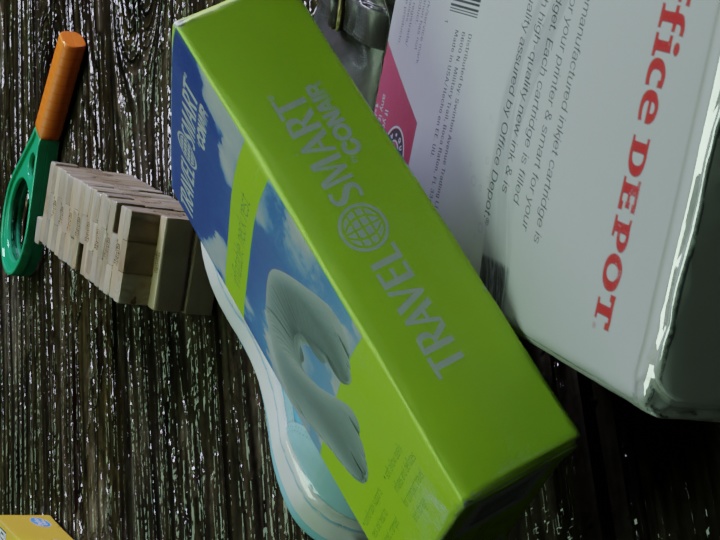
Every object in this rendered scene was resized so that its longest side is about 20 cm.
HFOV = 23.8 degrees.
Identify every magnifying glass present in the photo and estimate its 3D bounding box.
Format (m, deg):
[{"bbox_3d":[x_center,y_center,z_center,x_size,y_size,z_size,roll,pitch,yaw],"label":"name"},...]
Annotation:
[{"bbox_3d":[-0.237,-0.084,1.269,0.080,0.022,0.200,-118,40,-50],"label":"magnifying glass"}]

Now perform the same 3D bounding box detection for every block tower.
[{"bbox_3d":[-0.143,-0.023,1.022,0.200,0.054,0.058,23,104,63],"label":"block tower"}]

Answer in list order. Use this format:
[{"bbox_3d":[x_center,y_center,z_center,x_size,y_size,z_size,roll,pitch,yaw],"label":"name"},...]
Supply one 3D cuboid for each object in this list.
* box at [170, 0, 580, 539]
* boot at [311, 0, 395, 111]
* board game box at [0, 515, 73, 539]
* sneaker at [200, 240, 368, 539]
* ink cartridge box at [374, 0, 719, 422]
[{"bbox_3d":[-0.009,-0.001,0.566,0.200,0.048,0.122,59,162,17],"label":"box"},{"bbox_3d":[-0.003,-0.159,0.756,0.200,0.069,0.174,-111,28,-55],"label":"boot"},{"bbox_3d":[-0.201,0.255,1.097,0.200,0.040,0.153,14,97,64],"label":"board game box"},{"bbox_3d":[0.000,0.000,0.701,0.131,0.079,0.200,-57,46,47],"label":"sneaker"},{"bbox_3d":[0.084,-0.052,0.530,0.200,0.085,0.146,-145,64,-63],"label":"ink cartridge box"}]
